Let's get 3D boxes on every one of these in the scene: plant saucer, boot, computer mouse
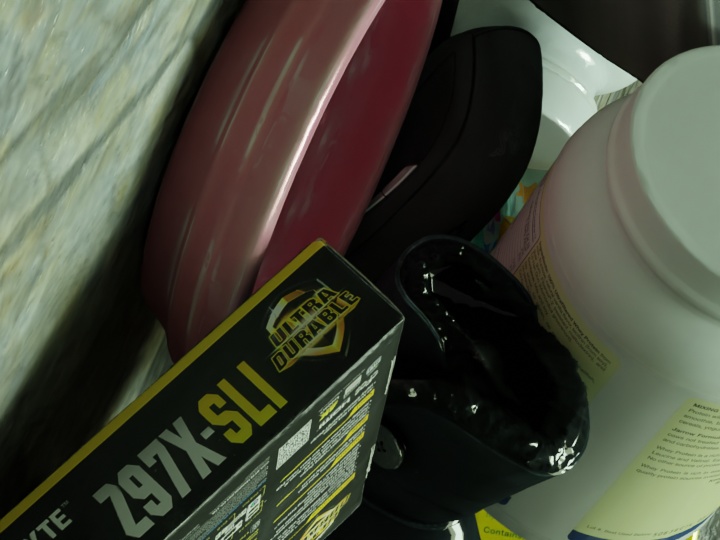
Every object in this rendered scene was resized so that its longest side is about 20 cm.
[{"bbox_3d":[-0.028,-0.047,1.098,0.201,0.051,0.201,-63,172,-16],"label":"plant saucer"},{"bbox_3d":[0.036,0.098,1.161,0.076,0.201,0.168,-25,176,-34],"label":"boot"},{"bbox_3d":[0.036,-0.011,1.252,0.140,0.046,0.200,15,121,-51],"label":"computer mouse"}]

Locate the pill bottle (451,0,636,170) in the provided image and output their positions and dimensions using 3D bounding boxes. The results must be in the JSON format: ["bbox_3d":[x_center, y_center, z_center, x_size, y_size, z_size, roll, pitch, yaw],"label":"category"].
[{"bbox_3d":[0.099,-0.154,1.350,0.112,0.111,0.201,90,21,-71],"label":"pill bottle"}]

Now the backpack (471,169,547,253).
[{"bbox_3d":[0.101,0.028,1.527,0.178,0.149,0.202,22,72,-83],"label":"backpack"}]

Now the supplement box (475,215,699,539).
[{"bbox_3d":[0.105,0.084,1.370,0.110,0.108,0.202,-115,-145,-84],"label":"supplement box"}]

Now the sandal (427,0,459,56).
[{"bbox_3d":[0.015,-0.075,1.233,0.076,0.043,0.201,-31,148,-28],"label":"sandal"}]

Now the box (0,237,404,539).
[{"bbox_3d":[-0.073,0.099,1.034,0.200,0.049,0.160,-42,165,-24],"label":"box"}]

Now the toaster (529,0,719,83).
[{"bbox_3d":[0.138,-0.178,1.223,0.200,0.181,0.119,-44,154,-13],"label":"toaster"}]

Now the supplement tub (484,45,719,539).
[{"bbox_3d":[0.125,0.016,1.189,0.145,0.144,0.200,-59,-179,-39],"label":"supplement tub"}]
